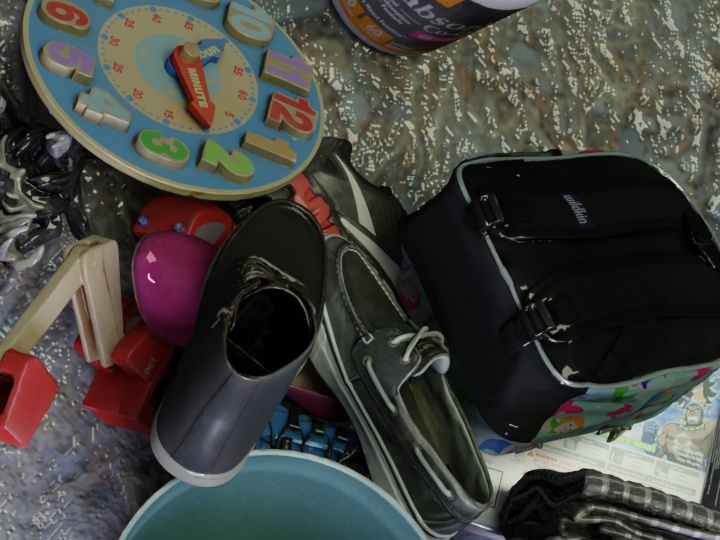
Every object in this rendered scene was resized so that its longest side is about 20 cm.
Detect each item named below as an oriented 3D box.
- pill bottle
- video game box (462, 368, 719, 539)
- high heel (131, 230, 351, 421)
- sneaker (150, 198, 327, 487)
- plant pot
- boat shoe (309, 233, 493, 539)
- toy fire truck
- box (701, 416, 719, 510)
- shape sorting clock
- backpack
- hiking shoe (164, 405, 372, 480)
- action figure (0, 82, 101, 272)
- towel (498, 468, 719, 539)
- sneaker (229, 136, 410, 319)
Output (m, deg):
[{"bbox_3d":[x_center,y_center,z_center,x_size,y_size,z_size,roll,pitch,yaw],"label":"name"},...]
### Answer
[{"bbox_3d":[0.067,-0.215,1.257,0.116,0.200,0.117,4,80,-26],"label":"pill bottle"},{"bbox_3d":[0.138,0.099,1.309,0.199,0.047,0.183,18,76,-7],"label":"video game box"},{"bbox_3d":[-0.056,0.037,1.167,0.068,0.096,0.200,-64,144,-21],"label":"high heel"},{"bbox_3d":[-0.045,0.017,1.067,0.075,0.106,0.200,26,47,-9],"label":"sneaker"},{"bbox_3d":[-0.060,0.215,1.094,0.200,0.134,0.201,7,67,-16],"label":"plant pot"},{"bbox_3d":[0.026,0.062,1.165,0.072,0.071,0.200,-18,81,-52],"label":"boat shoe"},{"bbox_3d":[-0.149,0.027,1.157,0.141,0.049,0.200,49,59,-51],"label":"toy fire truck"},{"bbox_3d":[0.234,0.189,1.373,0.161,0.049,0.201,21,73,-21],"label":"box"},{"bbox_3d":[-0.112,-0.124,1.200,0.199,0.039,0.200,21,44,-22],"label":"shape sorting clock"},{"bbox_3d":[0.134,0.017,1.214,0.199,0.151,0.178,-11,65,-34],"label":"backpack"},{"bbox_3d":[-0.036,0.111,1.181,0.200,0.086,0.075,22,70,-50],"label":"hiking shoe"},{"bbox_3d":[-0.224,-0.047,1.138,0.200,0.102,0.119,-27,88,-26],"label":"action figure"},{"bbox_3d":[0.178,0.172,1.174,0.165,0.200,0.086,19,76,-7],"label":"towel"},{"bbox_3d":[0.000,0.000,1.264,0.098,0.071,0.201,-40,107,-35],"label":"sneaker"}]
